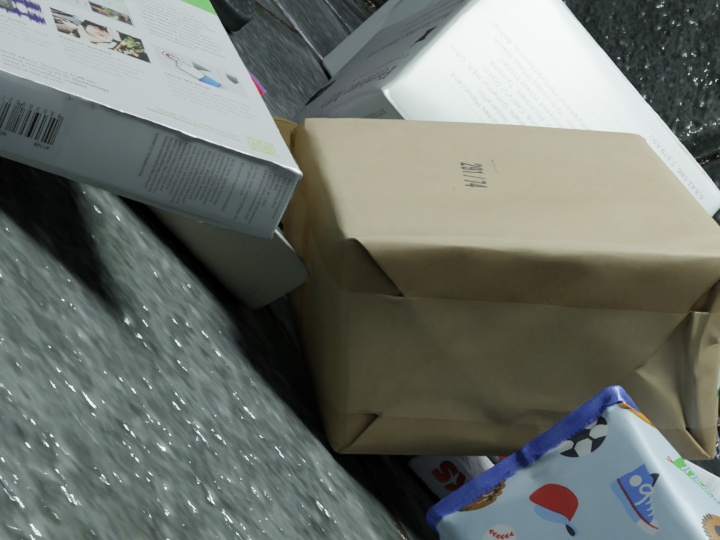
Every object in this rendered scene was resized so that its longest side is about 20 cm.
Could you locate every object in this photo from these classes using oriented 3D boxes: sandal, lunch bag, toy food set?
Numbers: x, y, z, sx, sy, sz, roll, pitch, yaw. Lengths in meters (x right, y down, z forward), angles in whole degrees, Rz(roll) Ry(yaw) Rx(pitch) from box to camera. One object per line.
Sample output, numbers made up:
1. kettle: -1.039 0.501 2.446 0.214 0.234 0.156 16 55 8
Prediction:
1. sandal: -0.119 -0.247 1.845 0.075 0.048 0.201 48 20 -20
2. lunch bag: 0.139 0.173 0.981 0.170 0.124 0.200 58 -1 39
3. toy food set: -0.088 -0.076 1.090 0.144 0.060 0.200 47 9 -21

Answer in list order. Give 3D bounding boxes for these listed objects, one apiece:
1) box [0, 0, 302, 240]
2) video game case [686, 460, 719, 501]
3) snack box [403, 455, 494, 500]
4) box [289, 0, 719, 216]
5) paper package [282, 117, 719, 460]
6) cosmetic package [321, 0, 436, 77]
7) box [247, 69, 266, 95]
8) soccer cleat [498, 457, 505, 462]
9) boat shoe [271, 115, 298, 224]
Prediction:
1. box: -0.113 -0.089 0.901 0.144 0.036 0.200 18 23 -24
2. video game case: 0.198 0.152 1.490 0.182 0.024 0.200 28 -13 41
3. snack box: 0.090 0.146 1.176 0.200 0.024 0.072 47 7 -19
4. box: 0.076 -0.058 1.393 0.200 0.131 0.199 48 -23 -11
5. paper package: 0.065 0.003 1.081 0.200 0.190 0.104 -110 -158 -69
6. cosmetic package: 0.091 -0.190 2.156 0.123 0.199 0.200 46 9 -25
7. box: -0.136 -0.156 1.281 0.200 0.039 0.137 49 9 -6
8. soccer cleat: 0.137 0.141 1.391 0.200 0.067 0.076 39 -19 -31
9. boat shoe: 0.000 0.000 1.229 0.200 0.065 0.072 43 31 4
